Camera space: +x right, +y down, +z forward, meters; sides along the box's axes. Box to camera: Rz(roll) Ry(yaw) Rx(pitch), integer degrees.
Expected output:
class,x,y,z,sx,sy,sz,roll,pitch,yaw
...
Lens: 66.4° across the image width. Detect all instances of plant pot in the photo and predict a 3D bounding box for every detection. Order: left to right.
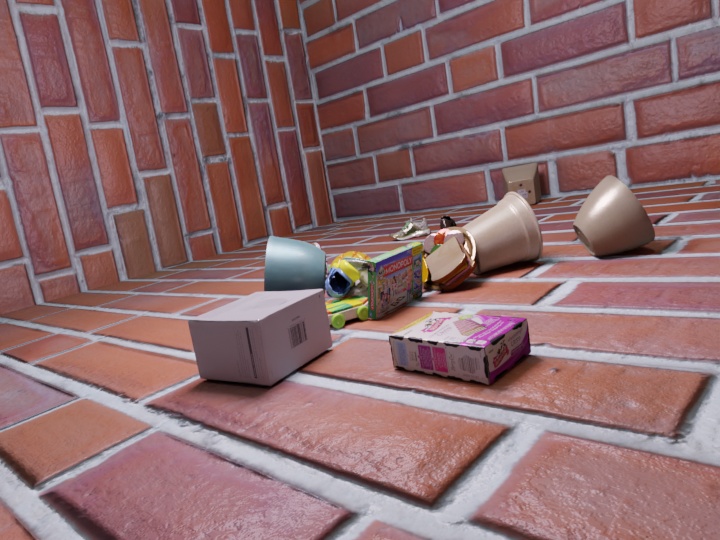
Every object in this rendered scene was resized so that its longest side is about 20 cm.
class,x,y,z,sx,sy,sz,roll,pitch,yaw
plant pot,-0.172,0.012,1.501,0.154,0.209,0.201,2,9,-2
plant pot,0.375,-0.087,1.532,0.178,0.207,0.200,-23,11,-7
plant pot,0.869,-0.444,2.966,0.193,0.207,0.178,-7,21,19

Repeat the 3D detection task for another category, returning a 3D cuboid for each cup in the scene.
class,x,y,z,sx,sy,sz,roll,pitch,yaw
cup,0.647,-0.122,1.446,0.141,0.203,0.201,-33,6,10

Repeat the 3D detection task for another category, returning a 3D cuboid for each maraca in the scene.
class,x,y,z,sx,sy,sz,roll,pitch,yaw
maraca,0.000,0.000,1.630,0.192,0.111,0.138,-3,30,-17

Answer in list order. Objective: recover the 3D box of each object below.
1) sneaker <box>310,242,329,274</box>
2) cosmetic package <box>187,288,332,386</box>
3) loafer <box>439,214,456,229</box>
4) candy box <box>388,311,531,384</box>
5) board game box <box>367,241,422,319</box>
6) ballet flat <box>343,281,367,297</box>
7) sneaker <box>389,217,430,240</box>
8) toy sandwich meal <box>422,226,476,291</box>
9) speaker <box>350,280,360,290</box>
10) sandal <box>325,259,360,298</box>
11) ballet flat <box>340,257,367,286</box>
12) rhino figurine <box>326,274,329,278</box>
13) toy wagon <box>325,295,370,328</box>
class,x,y,z,sx,sy,sz,roll,pitch,yaw
sneaker,-0.129,-0.023,1.778,0.109,0.073,0.202,-10,-31,-28
cosmetic package,-0.192,0.124,1.079,0.194,0.128,0.197,-2,13,35
loafer,0.404,-0.221,2.533,0.070,0.074,0.200,-8,10,14
candy box,0.161,0.120,0.907,0.196,0.063,0.134,-1,14,46
board game box,0.086,0.021,1.318,0.028,0.140,0.197,13,22,37
ballet flat,0.030,0.046,1.461,0.193,0.065,0.067,-14,6,-17
sneaker,0.224,-0.195,2.530,0.192,0.092,0.077,-12,10,-4
toy sandwich meal,0.217,-0.038,1.450,0.200,0.211,0.070,-3,-29,41
speaker,0.055,0.015,1.546,0.194,0.084,0.081,-14,10,-24
sandal,-0.059,0.031,1.410,0.088,0.079,0.200,-50,-1,-11
ballet flat,0.040,0.009,1.412,0.192,0.075,0.072,6,11,4
rhino figurine,-0.133,0.031,1.719,0.192,0.062,0.088,-11,-10,-10
toy wagon,-0.033,0.092,1.337,0.194,0.041,0.154,-16,11,-25
